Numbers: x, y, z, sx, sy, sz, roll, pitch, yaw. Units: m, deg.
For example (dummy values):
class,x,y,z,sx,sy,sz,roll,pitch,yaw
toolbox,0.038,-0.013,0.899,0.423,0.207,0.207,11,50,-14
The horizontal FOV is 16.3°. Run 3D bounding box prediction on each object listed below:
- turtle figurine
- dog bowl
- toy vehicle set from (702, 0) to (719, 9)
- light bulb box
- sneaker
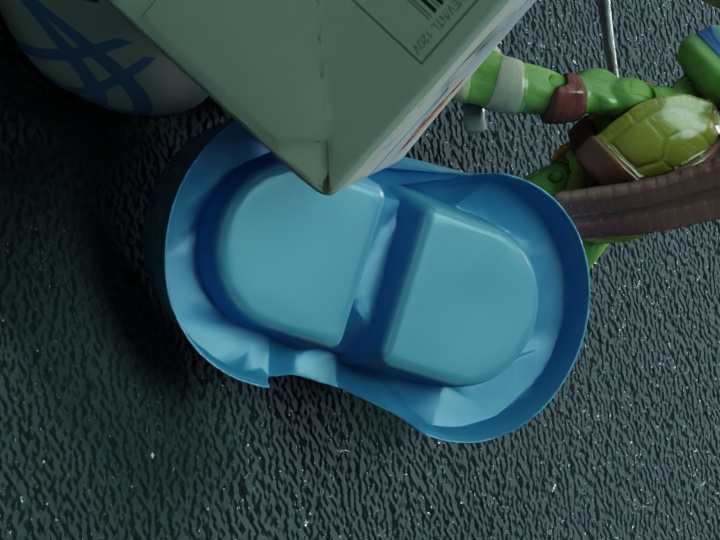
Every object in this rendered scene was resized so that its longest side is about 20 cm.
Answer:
class,x,y,z,sx,sy,sz,roll,pitch,yaw
turtle figurine,0.080,-0.056,1.149,0.200,0.194,0.144,40,7,10
dog bowl,0.000,0.000,1.024,0.199,0.049,0.112,18,89,-29
toy vehicle set,0.132,-0.187,1.127,0.200,0.026,0.125,-120,-174,-75
light bulb box,0.021,-0.142,0.873,0.125,0.198,0.200,43,10,2
sneaker,-0.110,-0.127,0.949,0.200,0.072,0.072,46,42,-40
